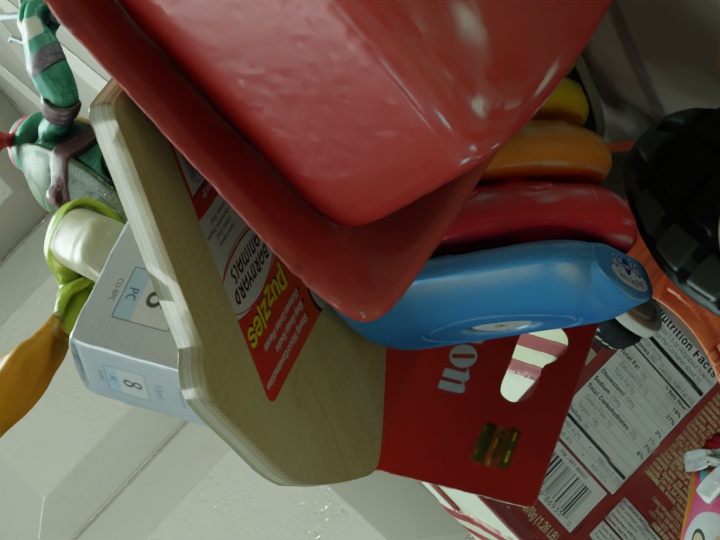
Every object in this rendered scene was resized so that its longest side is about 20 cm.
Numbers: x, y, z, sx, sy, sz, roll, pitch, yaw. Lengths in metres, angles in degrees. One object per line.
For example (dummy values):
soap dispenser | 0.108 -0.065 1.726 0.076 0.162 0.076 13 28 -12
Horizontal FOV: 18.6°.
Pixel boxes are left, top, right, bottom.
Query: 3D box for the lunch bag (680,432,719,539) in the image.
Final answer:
lunch bag | 0.217 0.115 0.830 0.198 0.083 0.176 12 176 14

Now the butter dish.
butter dish | 0.020 -0.119 0.703 0.200 0.201 0.147 47 149 -23

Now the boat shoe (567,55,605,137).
boat shoe | 0.032 -0.105 0.948 0.071 0.068 0.200 -15 128 42

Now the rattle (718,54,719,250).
rattle | 0.170 -0.068 0.625 0.129 0.144 0.201 11 149 8

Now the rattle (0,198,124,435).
rattle | -0.072 0.062 1.036 0.199 0.144 0.130 31 158 -25

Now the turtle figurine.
turtle figurine | -0.121 -0.063 1.131 0.199 0.101 0.149 24 175 38

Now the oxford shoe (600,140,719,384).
oxford shoe | 0.178 0.020 0.969 0.200 0.071 0.073 49 -169 16

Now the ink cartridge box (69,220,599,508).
ink cartridge box | 0.000 0.000 0.920 0.198 0.161 0.047 14 146 16

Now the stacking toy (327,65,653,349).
stacking toy | 0.045 -0.076 0.849 0.116 0.109 0.202 19 -117 -66

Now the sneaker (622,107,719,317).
sneaker | 0.180 0.014 0.841 0.200 0.075 0.079 41 174 27

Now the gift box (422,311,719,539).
gift box | 0.112 0.094 1.195 0.185 0.200 0.187 51 172 -13

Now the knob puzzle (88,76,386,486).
knob puzzle | -0.037 -0.008 0.806 0.030 0.221 0.220 -9 145 22

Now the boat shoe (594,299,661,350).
boat shoe | 0.079 -0.019 1.054 0.075 0.060 0.200 36 -164 -35
